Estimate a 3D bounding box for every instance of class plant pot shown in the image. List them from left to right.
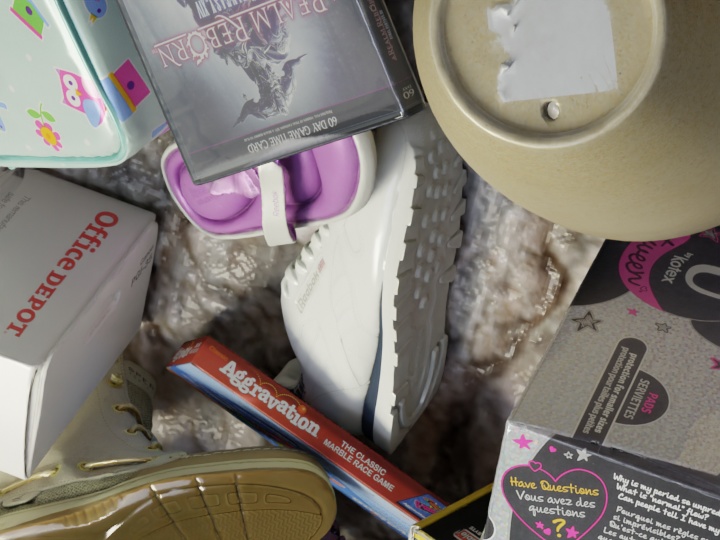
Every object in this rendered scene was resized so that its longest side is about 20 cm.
[{"bbox_3d":[0.097,-0.099,1.190,0.187,0.200,0.188,1,95,14],"label":"plant pot"}]

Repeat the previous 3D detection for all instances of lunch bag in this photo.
[{"bbox_3d":[-0.163,-0.123,1.383,0.200,0.077,0.161,6,129,52],"label":"lunch bag"}]

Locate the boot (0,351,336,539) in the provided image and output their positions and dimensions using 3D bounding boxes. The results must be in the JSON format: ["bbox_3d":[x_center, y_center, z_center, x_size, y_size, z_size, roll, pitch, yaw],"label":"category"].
[{"bbox_3d":[-0.109,0.096,1.501,0.199,0.155,0.072,-13,121,9],"label":"boot"}]

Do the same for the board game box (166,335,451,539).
[{"bbox_3d":[-0.007,0.098,1.487,0.200,0.019,0.103,36,170,-7],"label":"board game box"}]

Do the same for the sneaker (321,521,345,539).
[{"bbox_3d":[-0.002,0.161,1.545,0.200,0.116,0.076,15,144,-31],"label":"sneaker"}]

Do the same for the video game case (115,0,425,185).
[{"bbox_3d":[-0.061,-0.144,1.239,0.143,0.019,0.201,-15,99,47],"label":"video game case"}]

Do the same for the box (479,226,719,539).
[{"bbox_3d":[0.144,0.071,1.327,0.132,0.200,0.115,19,127,12],"label":"box"}]

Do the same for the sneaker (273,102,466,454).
[{"bbox_3d":[0.000,0.000,1.433,0.080,0.076,0.200,25,129,20],"label":"sneaker"}]

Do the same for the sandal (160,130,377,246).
[{"bbox_3d":[-0.050,-0.043,1.387,0.083,0.050,0.203,51,155,-4],"label":"sandal"}]

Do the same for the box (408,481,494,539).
[{"bbox_3d":[0.146,0.154,1.365,0.200,0.159,0.049,33,130,37],"label":"box"}]

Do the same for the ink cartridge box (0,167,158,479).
[{"bbox_3d":[-0.223,0.006,1.490,0.199,0.147,0.083,20,129,12],"label":"ink cartridge box"}]
